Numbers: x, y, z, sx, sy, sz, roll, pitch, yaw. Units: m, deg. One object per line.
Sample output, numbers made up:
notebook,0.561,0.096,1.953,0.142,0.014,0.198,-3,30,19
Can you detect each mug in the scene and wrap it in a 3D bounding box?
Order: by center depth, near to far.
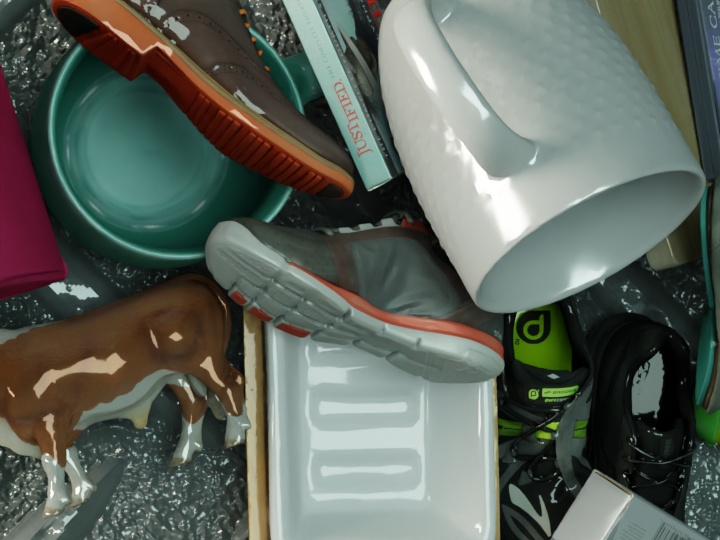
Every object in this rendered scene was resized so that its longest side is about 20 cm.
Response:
mug,0.079,-0.092,1.515,0.147,0.200,0.176,-34,70,16
mug,-0.104,-0.074,1.621,0.184,0.114,0.153,10,83,-15

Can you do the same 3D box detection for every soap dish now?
soap dish,0.003,0.084,1.656,0.157,0.081,0.201,-1,87,-15

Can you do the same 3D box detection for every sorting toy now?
sorting toy,0.183,-0.108,1.680,0.199,0.069,0.201,-17,91,-55

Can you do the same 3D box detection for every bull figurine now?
bull figurine,-0.163,0.073,1.611,0.199,0.065,0.122,-20,88,-8

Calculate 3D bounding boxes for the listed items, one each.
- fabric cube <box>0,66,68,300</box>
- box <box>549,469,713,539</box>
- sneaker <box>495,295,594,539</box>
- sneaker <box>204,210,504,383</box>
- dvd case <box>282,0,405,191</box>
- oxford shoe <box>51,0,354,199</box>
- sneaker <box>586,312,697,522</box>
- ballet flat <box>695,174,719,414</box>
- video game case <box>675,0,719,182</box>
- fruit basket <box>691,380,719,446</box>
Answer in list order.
fabric cube,-0.293,-0.054,1.496,0.199,0.199,0.197,-18,90,6
box,0.144,0.237,1.647,0.156,0.041,0.200,31,90,-42
sneaker,0.108,0.091,1.668,0.070,0.083,0.200,-2,74,2
sneaker,0.000,0.000,1.586,0.200,0.077,0.082,24,68,-28
dvd case,0.011,-0.131,1.627,0.022,0.200,0.146,-23,92,21
oxford shoe,-0.074,-0.117,1.538,0.200,0.071,0.073,38,71,-10
sneaker,0.172,0.126,1.695,0.076,0.091,0.201,-2,89,-16
ballet flat,0.229,0.021,1.599,0.063,0.200,0.068,3,51,8
video game case,0.264,-0.122,1.710,0.200,0.019,0.143,2,77,-50
fruit basket,0.295,0.032,1.707,0.215,0.216,0.156,-6,88,-16
